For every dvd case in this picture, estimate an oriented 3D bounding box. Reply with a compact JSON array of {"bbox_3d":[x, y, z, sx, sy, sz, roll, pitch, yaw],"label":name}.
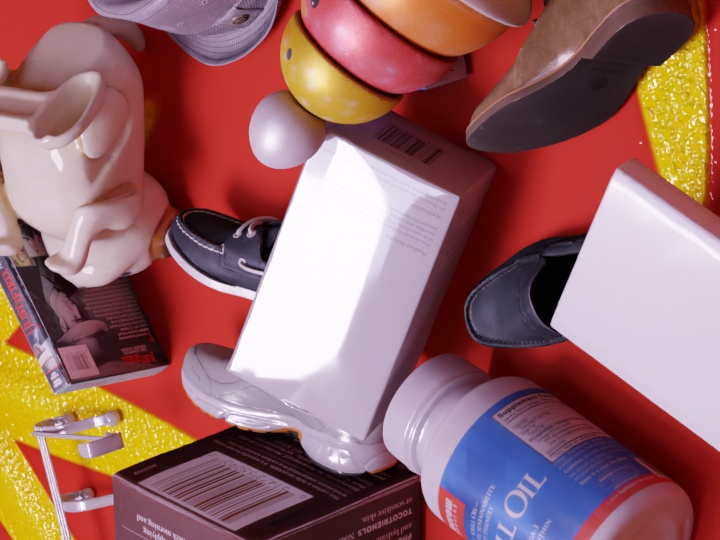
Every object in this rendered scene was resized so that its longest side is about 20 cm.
[{"bbox_3d":[-0.236,-0.002,1.999,0.022,0.146,0.200,-33,79,26],"label":"dvd case"}]

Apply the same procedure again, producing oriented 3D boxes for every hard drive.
[{"bbox_3d":[0.214,0.040,1.507,0.200,0.027,0.132,37,134,20],"label":"hard drive"}]

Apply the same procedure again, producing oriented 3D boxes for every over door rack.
[{"bbox_3d":[-0.203,0.194,2.083,0.200,0.067,0.148,-175,70,-70],"label":"over door rack"}]

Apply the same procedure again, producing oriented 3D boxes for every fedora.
[{"bbox_3d":[-0.139,-0.230,1.833,0.200,0.090,0.177,-22,88,51],"label":"fedora"}]

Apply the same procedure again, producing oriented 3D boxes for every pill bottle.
[{"bbox_3d":[0.111,0.139,1.679,0.200,0.112,0.112,35,129,36],"label":"pill bottle"}]

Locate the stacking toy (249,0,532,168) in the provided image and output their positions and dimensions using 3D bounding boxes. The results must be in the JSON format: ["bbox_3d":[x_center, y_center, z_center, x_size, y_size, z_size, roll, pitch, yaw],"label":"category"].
[{"bbox_3d":[-0.002,-0.141,1.612,0.146,0.146,0.200,48,109,25],"label":"stacking toy"}]

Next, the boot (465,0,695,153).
[{"bbox_3d":[0.132,-0.139,1.594,0.200,0.074,0.075,-40,54,46],"label":"boot"}]

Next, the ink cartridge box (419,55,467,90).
[{"bbox_3d":[0.010,-0.220,1.703,0.094,0.044,0.200,1,106,50],"label":"ink cartridge box"}]

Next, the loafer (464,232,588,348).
[{"bbox_3d":[0.128,0.011,1.640,0.201,0.070,0.068,-21,88,51],"label":"loafer"}]

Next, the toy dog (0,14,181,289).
[{"bbox_3d":[-0.214,-0.077,1.934,0.139,0.194,0.200,2,133,24],"label":"toy dog"}]

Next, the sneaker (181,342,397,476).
[{"bbox_3d":[-0.047,0.075,1.876,0.200,0.076,0.092,20,112,34],"label":"sneaker"}]

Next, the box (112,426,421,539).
[{"bbox_3d":[-0.068,0.236,1.880,0.166,0.164,0.200,21,120,42],"label":"box"}]

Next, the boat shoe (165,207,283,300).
[{"bbox_3d":[-0.057,-0.007,1.849,0.200,0.076,0.060,27,125,26],"label":"boat shoe"}]

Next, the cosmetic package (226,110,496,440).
[{"bbox_3d":[0.000,0.000,1.724,0.113,0.081,0.200,29,118,11],"label":"cosmetic package"}]
